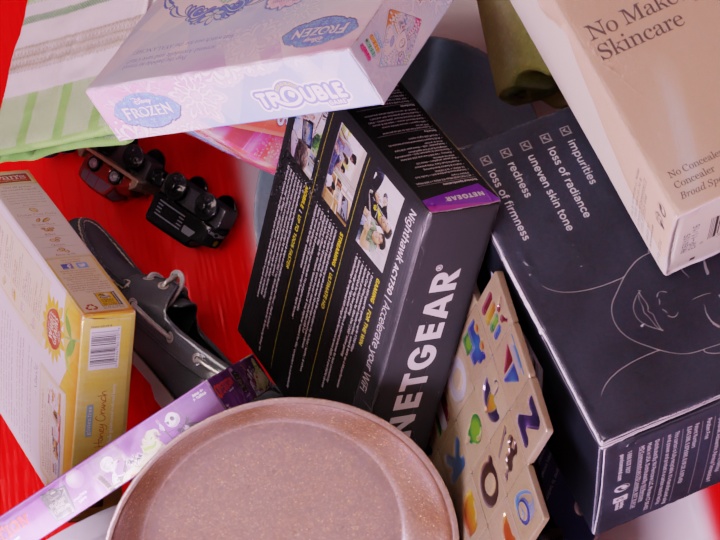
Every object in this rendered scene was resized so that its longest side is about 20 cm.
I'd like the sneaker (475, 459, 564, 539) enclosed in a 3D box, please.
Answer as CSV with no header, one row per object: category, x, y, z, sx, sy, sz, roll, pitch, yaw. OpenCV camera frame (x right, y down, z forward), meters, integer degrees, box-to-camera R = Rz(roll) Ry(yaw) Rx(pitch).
sneaker,0.128,0.194,1.518,0.111,0.073,0.202,-3,94,17

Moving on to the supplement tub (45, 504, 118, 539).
supplement tub,-0.127,0.249,1.577,0.144,0.144,0.201,-34,77,14

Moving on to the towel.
towel,-0.162,-0.166,1.698,0.149,0.031,0.201,-7,65,50

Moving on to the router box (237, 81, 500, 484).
router box,0.000,0.000,1.521,0.149,0.051,0.201,53,140,40

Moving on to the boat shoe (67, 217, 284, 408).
boat shoe,-0.119,0.032,1.704,0.062,0.073,0.200,-46,67,17

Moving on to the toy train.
toy train,-0.160,-0.068,1.784,0.200,0.034,0.046,33,103,30

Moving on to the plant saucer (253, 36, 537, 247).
plant saucer,0.030,-0.044,1.673,0.200,0.039,0.202,-8,72,25

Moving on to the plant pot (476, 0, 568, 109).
plant pot,0.138,-0.195,1.594,0.199,0.200,0.186,-8,82,25

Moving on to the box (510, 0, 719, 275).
box,0.157,-0.111,1.437,0.095,0.078,0.201,-25,68,-9

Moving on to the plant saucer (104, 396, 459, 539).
plant saucer,-0.046,0.156,1.494,0.200,0.200,0.037,-45,22,8

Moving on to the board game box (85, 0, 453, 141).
board game box,-0.027,-0.160,1.511,0.199,0.043,0.199,-5,39,41

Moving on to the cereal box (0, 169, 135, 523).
cereal box,-0.193,0.043,1.679,0.200,0.039,0.145,-131,41,-52

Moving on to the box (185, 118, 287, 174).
box,-0.086,-0.129,1.687,0.200,0.102,0.095,27,89,52

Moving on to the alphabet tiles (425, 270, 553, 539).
alphabet tiles,0.059,0.097,1.494,0.006,0.200,0.167,-4,57,-21

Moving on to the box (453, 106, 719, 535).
box,0.175,0.006,1.494,0.196,0.124,0.201,-21,63,-9

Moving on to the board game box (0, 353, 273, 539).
board game box,-0.148,0.117,1.543,0.199,0.120,0.032,-33,93,11

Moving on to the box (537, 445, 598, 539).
box,0.068,0.086,1.590,0.199,0.032,0.122,27,103,24
